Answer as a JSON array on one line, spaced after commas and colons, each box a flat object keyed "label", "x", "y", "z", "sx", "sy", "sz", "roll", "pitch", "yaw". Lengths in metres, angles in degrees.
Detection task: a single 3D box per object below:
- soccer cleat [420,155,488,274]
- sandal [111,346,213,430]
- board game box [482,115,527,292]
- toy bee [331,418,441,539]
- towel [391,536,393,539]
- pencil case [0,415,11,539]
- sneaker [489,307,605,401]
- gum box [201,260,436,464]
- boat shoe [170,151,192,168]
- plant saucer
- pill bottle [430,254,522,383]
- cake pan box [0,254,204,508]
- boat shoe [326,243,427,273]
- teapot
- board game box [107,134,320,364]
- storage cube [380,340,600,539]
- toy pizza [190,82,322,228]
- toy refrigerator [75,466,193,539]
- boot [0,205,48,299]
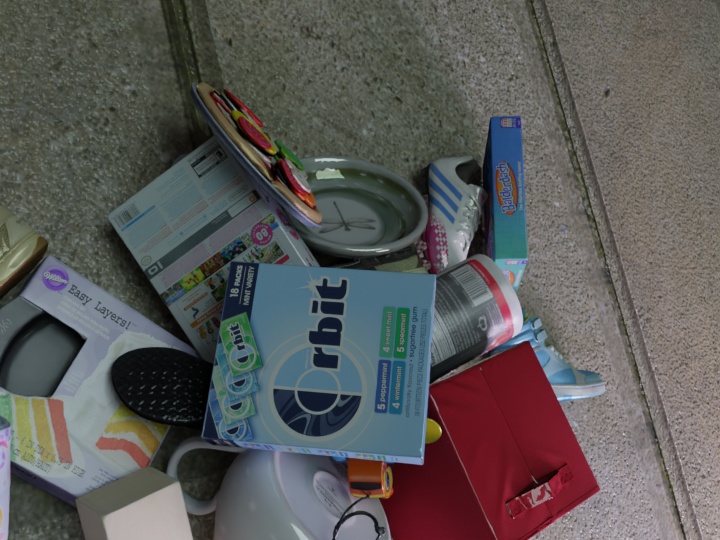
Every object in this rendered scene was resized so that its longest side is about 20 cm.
[{"label": "soccer cleat", "x": 0.127, "y": -0.067, "z": 1.084, "sx": 0.070, "sy": 0.086, "sz": 0.202, "roll": 45, "pitch": 38, "yaw": -55}, {"label": "sandal", "x": -0.145, "y": 0.126, "z": 0.808, "sx": 0.198, "sy": 0.045, "sz": 0.076, "roll": 13, "pitch": 56, "yaw": -14}, {"label": "board game box", "x": 0.194, "y": -0.083, "z": 1.122, "sx": 0.044, "sy": 0.152, "sz": 0.202, "roll": -1, "pitch": 70, "yaw": 4}, {"label": "toy bee", "x": 0.003, "y": 0.179, "z": 0.815, "sx": 0.201, "sy": 0.130, "sz": 0.109, "roll": -63, "pitch": 157, "yaw": -22}, {"label": "towel", "x": 0.070, "y": 0.250, "z": 1.003, "sx": 0.143, "sy": 0.023, "sz": 0.202, "roll": 3, "pitch": 74, "yaw": -35}, {"label": "pencil case", "x": -0.331, "y": 0.215, "z": 0.666, "sx": 0.083, "sy": 0.090, "sz": 0.202, "roll": 4, "pitch": 90, "yaw": -72}, {"label": "sneaker", "x": 0.257, "y": 0.117, "z": 1.143, "sx": 0.198, "sy": 0.079, "sz": 0.132, "roll": 4, "pitch": 74, "yaw": -35}, {"label": "gum box", "x": -0.034, "y": 0.083, "z": 0.767, "sx": 0.198, "sy": 0.045, "sz": 0.172, "roll": 4, "pitch": 70, "yaw": 7}, {"label": "boat shoe", "x": -0.145, "y": -0.041, "z": 0.926, "sx": 0.201, "sy": 0.070, "sz": 0.066, "roll": 58, "pitch": 15, "yaw": 1}, {"label": "plant saucer", "x": -0.020, "y": -0.067, "z": 0.988, "sx": 0.198, "sy": 0.051, "sz": 0.201, "roll": 8, "pitch": 37, "yaw": -6}, {"label": "pill bottle", "x": 0.083, "y": 0.071, "z": 0.985, "sx": 0.199, "sy": 0.111, "sz": 0.111, "roll": -27, "pitch": 91, "yaw": -12}, {"label": "cake pan box", "x": -0.274, "y": 0.111, "z": 0.791, "sx": 0.200, "sy": 0.052, "sz": 0.185, "roll": 38, "pitch": 55, "yaw": -19}, {"label": "boat shoe", "x": 0.000, "y": 0.000, "z": 1.011, "sx": 0.199, "sy": 0.073, "sz": 0.065, "roll": -4, "pitch": 72, "yaw": -45}, {"label": "teapot", "x": -0.078, "y": 0.262, "z": 0.824, "sx": 0.197, "sy": 0.146, "sz": 0.201, "roll": 27, "pitch": 28, "yaw": -47}, {"label": "board game box", "x": -0.141, "y": -0.016, "z": 0.857, "sx": 0.147, "sy": 0.064, "sz": 0.201, "roll": -34, "pitch": 88, "yaw": 6}, {"label": "storage cube", "x": 0.118, "y": 0.208, "z": 0.918, "sx": 0.170, "sy": 0.200, "sz": 0.181, "roll": -18, "pitch": 79, "yaw": -36}, {"label": "toy pizza", "x": -0.101, "y": -0.127, "z": 0.871, "sx": 0.032, "sy": 0.200, "sz": 0.200, "roll": -41, "pitch": 103, "yaw": 6}, {"label": "toy refrigerator", "x": -0.190, "y": 0.290, "z": 0.749, "sx": 0.076, "sy": 0.070, "sz": 0.202, "roll": -20, "pitch": 104, "yaw": -37}, {"label": "boot", "x": -0.402, "y": -0.009, "z": 0.727, "sx": 0.155, "sy": 0.073, "sz": 0.200, "roll": 45, "pitch": 65, "yaw": -7}]
